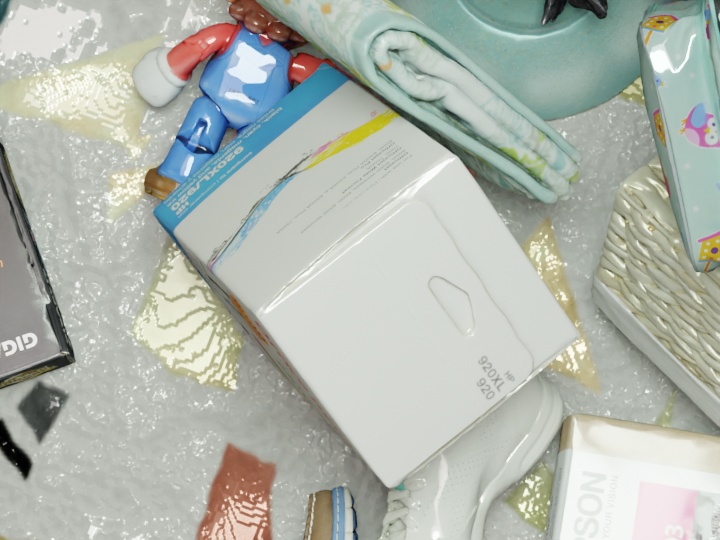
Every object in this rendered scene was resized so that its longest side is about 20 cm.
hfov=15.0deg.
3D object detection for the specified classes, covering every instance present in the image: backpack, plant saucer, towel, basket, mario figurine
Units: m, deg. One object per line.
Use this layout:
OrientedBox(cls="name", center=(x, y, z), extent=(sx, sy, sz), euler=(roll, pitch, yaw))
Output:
OrientedBox(cls="backpack", center=(0.234, -0.092, 1.477), extent=(0.153, 0.200, 0.176), euler=(-11, 103, 23))
OrientedBox(cls="plant saucer", center=(0.105, -0.195, 1.721), extent=(0.200, 0.039, 0.202), euler=(0, 81, 1))
OrientedBox(cls="towel", center=(0.024, -0.117, 1.598), extent=(0.048, 0.200, 0.171), euler=(-54, 41, 0))
OrientedBox(cls="basket", center=(0.246, 0.009, 1.602), extent=(0.135, 0.124, 0.200), euler=(-35, 61, -19))
OrientedBox(cls="mario figurine", center=(-0.061, -0.126, 1.708), extent=(0.123, 0.106, 0.200), euler=(22, 91, -39))

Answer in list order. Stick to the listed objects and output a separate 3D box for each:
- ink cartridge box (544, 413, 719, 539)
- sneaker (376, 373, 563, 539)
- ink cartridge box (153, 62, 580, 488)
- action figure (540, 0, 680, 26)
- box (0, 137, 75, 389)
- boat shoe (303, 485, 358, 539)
OrientedBox(cls="ink cartridge box", center=(0.188, 0.196, 1.637), extent=(0.164, 0.075, 0.201), euler=(9, 82, 2))
OrientedBox(cls="sneaker", center=(0.038, 0.132, 1.637), extent=(0.088, 0.075, 0.200), euler=(41, 72, -36))
OrientedBox(cls="ink cartridge box", center=(0.000, 0.000, 1.588), extent=(0.145, 0.200, 0.147), euler=(-40, 117, -5))
OrientedBox(cls="action figure", center=(0.172, -0.198, 1.630), extent=(0.200, 0.102, 0.119), euler=(16, 71, 24))
OrientedBox(cls="box", center=(-0.301, -0.004, 1.696), extent=(0.199, 0.050, 0.199), euler=(-19, 80, -1))
OrientedBox(cls="boat shoe", center=(-0.046, 0.225, 1.639), extent=(0.072, 0.072, 0.201), euler=(9, 81, 4))
